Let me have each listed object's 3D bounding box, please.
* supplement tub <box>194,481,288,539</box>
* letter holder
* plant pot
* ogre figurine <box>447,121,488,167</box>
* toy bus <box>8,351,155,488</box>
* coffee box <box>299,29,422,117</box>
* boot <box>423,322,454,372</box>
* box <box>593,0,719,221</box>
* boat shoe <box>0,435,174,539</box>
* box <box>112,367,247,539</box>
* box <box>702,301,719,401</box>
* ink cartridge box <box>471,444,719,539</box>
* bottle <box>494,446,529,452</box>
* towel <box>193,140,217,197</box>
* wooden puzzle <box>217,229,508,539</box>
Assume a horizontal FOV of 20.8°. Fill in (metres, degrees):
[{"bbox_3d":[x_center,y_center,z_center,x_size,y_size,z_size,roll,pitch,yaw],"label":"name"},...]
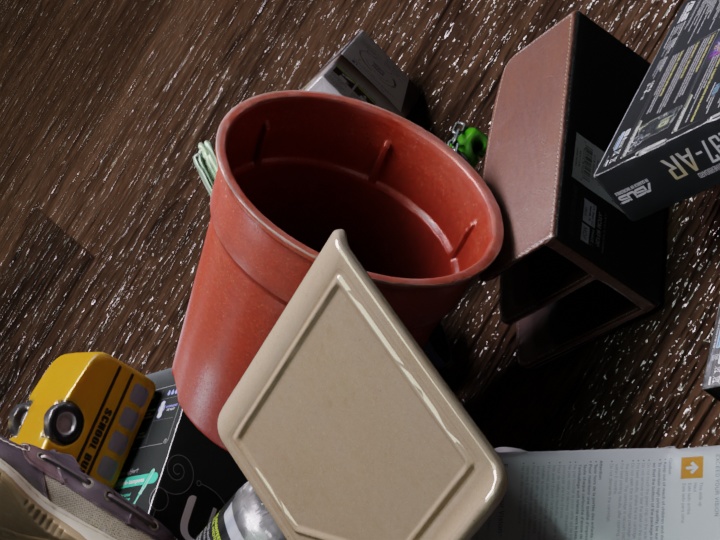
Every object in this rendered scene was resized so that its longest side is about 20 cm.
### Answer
[{"bbox_3d":[-0.068,0.222,1.299,0.200,0.122,0.123,-49,29,16],"label":"supplement tub"},{"bbox_3d":[0.131,-0.052,1.371,0.142,0.100,0.201,-32,38,43],"label":"letter holder"},{"bbox_3d":[-0.031,0.017,1.321,0.202,0.199,0.196,-99,27,-51],"label":"plant pot"},{"bbox_3d":[0.021,-0.024,1.533,0.199,0.099,0.120,-21,25,27],"label":"ogre figurine"},{"bbox_3d":[-0.228,0.158,1.437,0.065,0.078,0.201,-5,58,52],"label":"toy bus"},{"bbox_3d":[-0.025,-0.117,1.620,0.113,0.080,0.200,-43,6,20],"label":"coffee box"},{"bbox_3d":[0.000,0.000,1.442,0.096,0.202,0.075,-12,18,19],"label":"boot"},{"bbox_3d":[0.249,-0.134,1.259,0.160,0.044,0.201,-26,24,44],"label":"box"},{"bbox_3d":[-0.219,0.158,1.361,0.072,0.199,0.065,-57,0,44],"label":"boat shoe"},{"bbox_3d":[-0.132,0.195,1.491,0.124,0.148,0.201,-18,46,45],"label":"box"},{"bbox_3d":[0.297,-0.023,1.131,0.192,0.047,0.201,-17,48,48],"label":"box"},{"bbox_3d":[0.129,0.199,1.124,0.198,0.041,0.201,-4,61,21],"label":"ink cartridge box"},{"bbox_3d":[0.075,0.210,1.215,0.065,0.083,0.201,-5,57,45],"label":"bottle"},{"bbox_3d":[-0.080,-0.011,1.543,0.023,0.153,0.200,-28,-13,-4],"label":"towel"},{"bbox_3d":[0.000,0.106,1.171,0.201,0.037,0.185,58,134,27],"label":"wooden puzzle"}]
